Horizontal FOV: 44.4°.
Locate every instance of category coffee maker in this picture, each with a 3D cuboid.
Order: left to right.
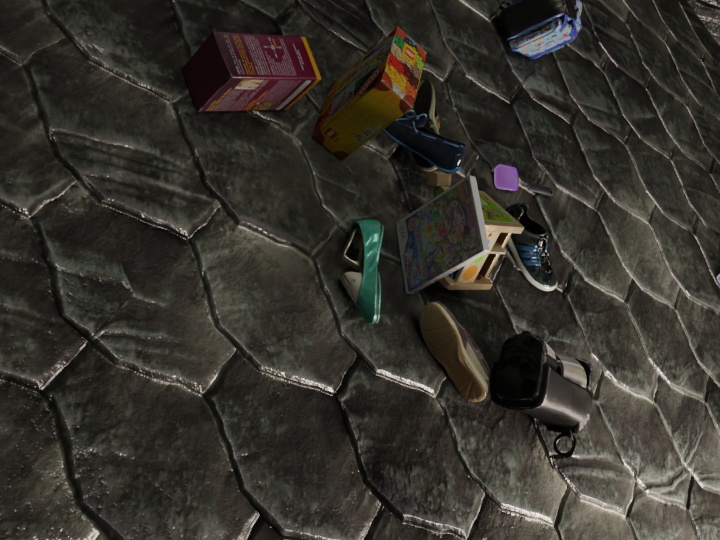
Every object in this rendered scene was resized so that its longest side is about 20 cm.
[{"bbox_3d":[0.338,0.228,1.613,0.199,0.134,0.195,24,48,-47],"label":"coffee maker"}]

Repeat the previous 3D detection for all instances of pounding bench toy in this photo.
[{"bbox_3d":[0.171,-0.073,1.650,0.123,0.157,0.200,1,36,-42],"label":"pounding bench toy"}]

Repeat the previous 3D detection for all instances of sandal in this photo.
[{"bbox_3d":[0.127,-0.289,1.776,0.057,0.079,0.204,25,54,-59],"label":"sandal"}]

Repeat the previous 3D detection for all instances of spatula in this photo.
[{"bbox_3d":[0.369,-0.194,1.975,0.198,0.020,0.057,11,73,-42],"label":"spatula"}]

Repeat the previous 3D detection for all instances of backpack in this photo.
[{"bbox_3d":[0.461,-0.610,2.184,0.199,0.181,0.137,1,75,-55],"label":"backpack"}]

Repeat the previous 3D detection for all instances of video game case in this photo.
[{"bbox_3d":[0.141,-0.060,1.561,0.018,0.199,0.145,11,61,-38],"label":"video game case"}]

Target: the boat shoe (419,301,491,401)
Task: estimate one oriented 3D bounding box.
[{"bbox_3d":[0.174,0.138,1.584,0.201,0.071,0.065,58,38,-8],"label":"boat shoe"}]

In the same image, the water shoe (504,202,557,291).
[{"bbox_3d":[0.363,-0.048,1.850,0.201,0.079,0.071,55,44,-6],"label":"water shoe"}]

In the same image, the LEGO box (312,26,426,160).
[{"bbox_3d":[0.016,-0.314,1.583,0.077,0.199,0.150,35,48,-24],"label":"LEGO box"}]

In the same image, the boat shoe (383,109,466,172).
[{"bbox_3d":[0.121,-0.265,1.699,0.199,0.069,0.084,33,26,12],"label":"boat shoe"}]

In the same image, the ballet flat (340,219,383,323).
[{"bbox_3d":[0.000,0.000,1.509,0.069,0.068,0.203,9,59,-11],"label":"ballet flat"}]

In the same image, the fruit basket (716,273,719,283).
[{"bbox_3d":[1.083,0.049,2.459,0.199,0.093,0.187,-35,93,-44],"label":"fruit basket"}]

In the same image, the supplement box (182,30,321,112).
[{"bbox_3d":[-0.180,-0.329,1.474,0.198,0.110,0.087,-11,75,-45],"label":"supplement box"}]
